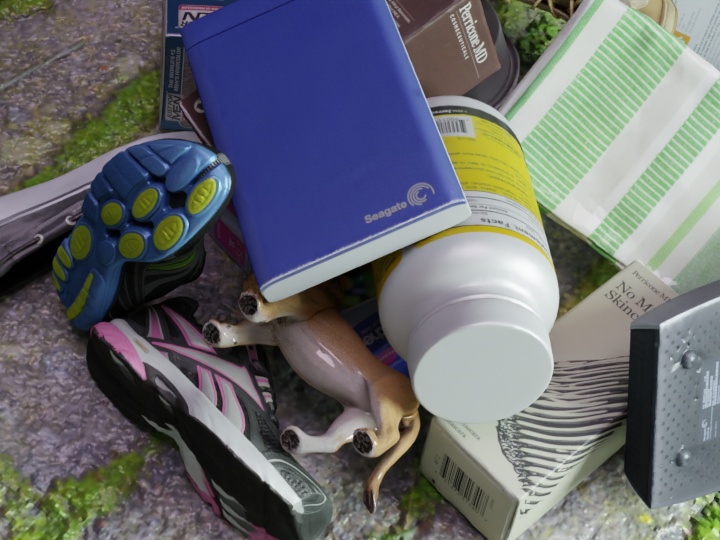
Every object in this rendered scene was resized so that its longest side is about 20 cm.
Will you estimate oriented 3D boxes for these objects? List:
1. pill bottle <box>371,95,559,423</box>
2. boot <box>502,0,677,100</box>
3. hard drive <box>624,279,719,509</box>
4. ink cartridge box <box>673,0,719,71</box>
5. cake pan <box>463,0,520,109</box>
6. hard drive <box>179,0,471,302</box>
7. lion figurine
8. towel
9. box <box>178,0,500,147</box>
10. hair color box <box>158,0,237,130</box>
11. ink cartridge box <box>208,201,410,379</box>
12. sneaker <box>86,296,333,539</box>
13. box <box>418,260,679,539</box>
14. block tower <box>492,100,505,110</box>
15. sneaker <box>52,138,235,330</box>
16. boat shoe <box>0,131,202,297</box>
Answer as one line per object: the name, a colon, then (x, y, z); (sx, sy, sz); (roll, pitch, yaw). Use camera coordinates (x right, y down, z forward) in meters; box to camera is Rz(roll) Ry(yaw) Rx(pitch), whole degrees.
pill bottle: (0.062, -0.007, 0.954); (0.111, 0.113, 0.201); (1, 43, -7)
boot: (0.152, -0.199, 1.122); (0.154, 0.073, 0.201); (17, 45, -3)
hard drive: (0.247, 0.064, 0.976); (0.198, 0.136, 0.042); (-14, 23, -32)
ink cartridge box: (0.338, -0.225, 1.167); (0.199, 0.198, 0.043); (29, 42, 12)
cake pan: (0.020, -0.164, 1.144); (0.198, 0.037, 0.201); (-3, 40, 3)
hard drive: (-0.026, -0.093, 0.933); (0.131, 0.025, 0.202); (-23, 61, 6)
lion figurine: (-0.016, 0.054, 0.947); (0.122, 0.072, 0.201); (-11, 63, -54)
towel: (0.194, -0.077, 1.038); (0.199, 0.153, 0.023); (39, 14, 7)
box: (-0.010, -0.124, 1.016); (0.199, 0.100, 0.075); (-38, 62, -2)
hair color box: (-0.120, -0.212, 1.154); (0.060, 0.100, 0.202); (2, 53, -8)
ink cartridge box: (0.000, 0.000, 1.052); (0.119, 0.042, 0.200); (-31, 65, -27)
sneaker: (-0.081, 0.082, 0.954); (0.086, 0.081, 0.200); (-34, 65, -30)
box: (0.136, 0.084, 0.988); (0.199, 0.069, 0.082); (-36, 64, -29)
block tower: (0.136, -0.102, 1.137); (0.199, 0.054, 0.058); (-29, 61, -25)
sneaker: (-0.130, -0.028, 0.959); (0.082, 0.200, 0.071); (-22, 77, -38)
boat shoe: (-0.186, -0.035, 1.040); (0.198, 0.069, 0.057); (-24, 75, -20)
